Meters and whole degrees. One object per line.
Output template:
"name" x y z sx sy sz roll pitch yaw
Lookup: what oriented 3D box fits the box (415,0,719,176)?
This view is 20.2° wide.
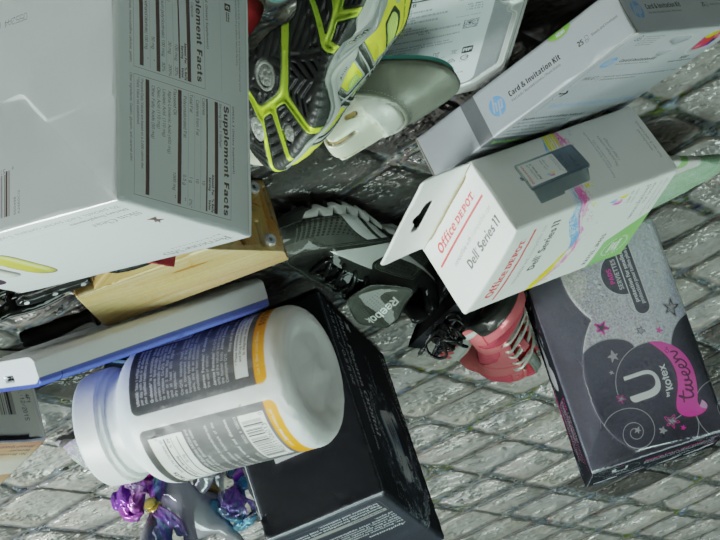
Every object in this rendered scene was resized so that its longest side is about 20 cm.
"box" 0.157 -0.136 1.466 0.200 0.041 0.155 -35 166 36

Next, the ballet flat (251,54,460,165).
"ballet flat" -0.030 -0.100 1.353 0.198 0.064 0.067 -2 153 16

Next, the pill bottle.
"pill bottle" -0.123 0.105 1.616 0.199 0.117 0.116 -15 159 22

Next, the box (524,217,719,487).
"box" 0.230 0.073 1.793 0.131 0.202 0.115 -18 169 0

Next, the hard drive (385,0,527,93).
"hard drive" 0.043 -0.176 1.351 0.139 0.038 0.200 -13 155 -13

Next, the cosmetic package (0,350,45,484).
"cosmetic package" -0.360 0.151 1.707 0.103 0.088 0.200 1 150 -38

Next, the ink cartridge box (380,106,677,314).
"ink cartridge box" 0.123 -0.039 1.496 0.199 0.068 0.117 -20 155 -30

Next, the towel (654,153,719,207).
"towel" 0.184 -0.062 1.674 0.199 0.024 0.152 -4 165 -29

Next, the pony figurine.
"pony figurine" -0.172 0.212 1.889 0.166 0.201 0.193 -21 141 25

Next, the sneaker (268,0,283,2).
"sneaker" -0.063 -0.219 1.119 0.077 0.087 0.200 -22 156 7

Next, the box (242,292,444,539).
"box" -0.029 0.152 1.808 0.117 0.198 0.200 -23 156 9

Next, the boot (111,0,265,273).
"boot" -0.115 -0.086 1.299 0.072 0.145 0.200 7 145 -40

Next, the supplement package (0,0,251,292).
"supplement package" -0.172 -0.085 1.183 0.199 0.157 0.110 -13 163 38

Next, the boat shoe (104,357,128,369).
"boat shoe" -0.130 0.072 1.708 0.198 0.069 0.084 -17 177 8

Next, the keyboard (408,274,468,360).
"keyboard" 0.085 0.030 1.696 0.039 0.105 0.200 23 163 -5

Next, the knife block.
"knife block" -0.179 -0.002 1.536 0.199 0.064 0.175 0 151 -36

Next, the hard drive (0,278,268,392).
"hard drive" -0.186 0.052 1.585 0.199 0.026 0.132 -19 -176 -29

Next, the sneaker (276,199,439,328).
"sneaker" 0.000 0.000 1.631 0.066 0.091 0.199 -35 151 32

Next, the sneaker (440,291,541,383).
"sneaker" 0.131 0.055 1.799 0.074 0.086 0.200 -56 179 -13

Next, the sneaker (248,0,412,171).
"sneaker" -0.012 -0.136 1.248 0.076 0.076 0.200 -14 151 -41
